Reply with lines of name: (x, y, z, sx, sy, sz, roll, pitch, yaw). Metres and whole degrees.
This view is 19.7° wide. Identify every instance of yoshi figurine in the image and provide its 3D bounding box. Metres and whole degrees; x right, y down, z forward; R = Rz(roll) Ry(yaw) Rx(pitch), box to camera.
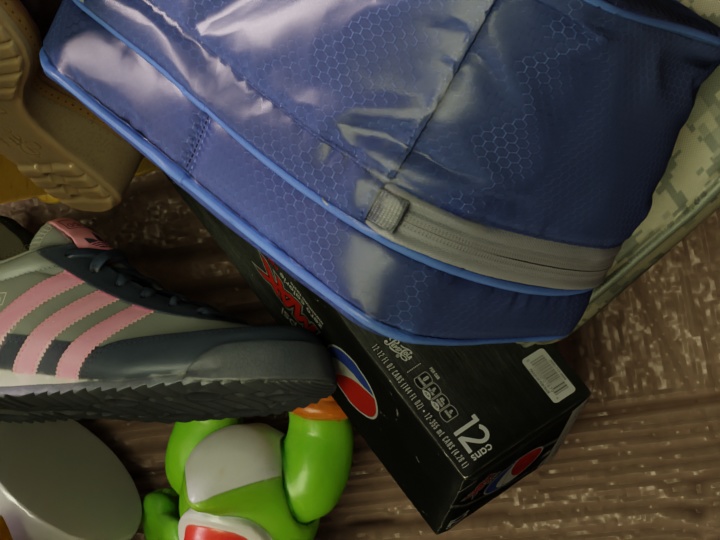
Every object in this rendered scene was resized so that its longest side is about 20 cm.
yoshi figurine: (-0.039, 0.127, 0.885, 0.112, 0.112, 0.200, 9, 89, -21)

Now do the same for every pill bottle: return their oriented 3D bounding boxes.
pill bottle: (-0.188, 0.155, 0.921, 0.112, 0.112, 0.200, 44, 111, 8)

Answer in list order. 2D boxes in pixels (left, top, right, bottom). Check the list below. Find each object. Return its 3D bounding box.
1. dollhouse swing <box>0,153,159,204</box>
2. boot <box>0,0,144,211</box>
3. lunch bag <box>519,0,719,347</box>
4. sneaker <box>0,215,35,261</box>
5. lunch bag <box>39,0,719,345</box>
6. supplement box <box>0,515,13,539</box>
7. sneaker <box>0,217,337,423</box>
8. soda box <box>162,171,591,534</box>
dollhouse swing: (-0.198, -0.086, 0.833, 0.176, 0.200, 0.182, 7, 102, 24)
boot: (-0.114, -0.132, 0.724, 0.072, 0.200, 0.166, 3, 67, 21)
lunch bag: (0.088, -0.098, 0.752, 0.200, 0.139, 0.168, -42, 86, 22)
sneaker: (-0.207, 0.049, 0.937, 0.200, 0.074, 0.079, -34, 78, 17)
lunch bag: (-0.004, -0.065, 0.655, 0.200, 0.136, 0.132, 37, 107, 31)
supplement box: (-0.170, 0.216, 0.823, 0.109, 0.110, 0.200, -15, 108, 13)
sneaker: (-0.101, 0.016, 0.821, 0.200, 0.070, 0.082, 0, 75, 23)
soda box: (0.000, 0.000, 0.813, 0.063, 0.071, 0.200, -31, 73, -20)
